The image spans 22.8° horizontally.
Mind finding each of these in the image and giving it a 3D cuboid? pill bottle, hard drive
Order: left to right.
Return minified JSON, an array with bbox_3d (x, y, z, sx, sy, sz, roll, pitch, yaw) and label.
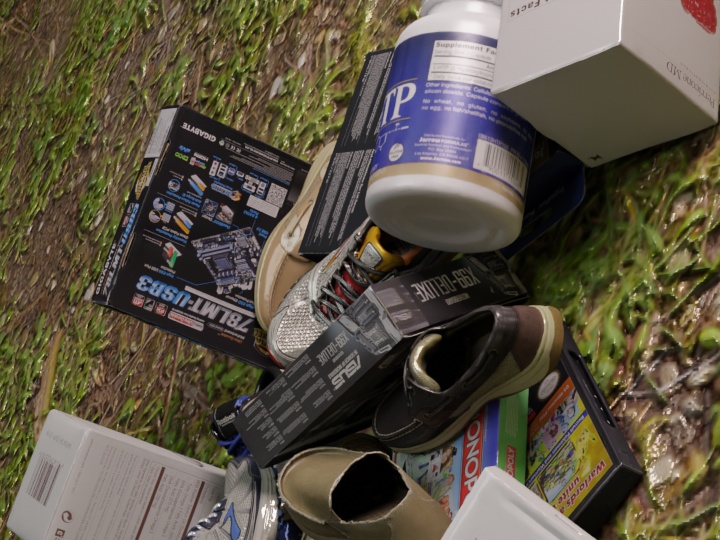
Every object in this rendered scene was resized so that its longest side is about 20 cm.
[{"bbox_3d":[0.077,-0.126,1.347,0.119,0.119,0.201,-21,53,55],"label":"pill bottle"},{"bbox_3d":[0.085,0.249,1.170,0.132,0.026,0.201,35,104,24],"label":"hard drive"}]

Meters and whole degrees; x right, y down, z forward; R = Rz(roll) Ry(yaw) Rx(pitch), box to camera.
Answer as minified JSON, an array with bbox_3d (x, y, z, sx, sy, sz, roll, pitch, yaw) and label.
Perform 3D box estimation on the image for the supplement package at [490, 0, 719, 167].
[{"bbox_3d":[0.186,-0.200,1.303,0.119,0.121,0.201,-18,53,42],"label":"supplement package"}]

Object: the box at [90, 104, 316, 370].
[{"bbox_3d":[-0.127,-0.027,1.678,0.050,0.199,0.200,9,77,63],"label":"box"}]

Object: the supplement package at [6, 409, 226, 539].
[{"bbox_3d":[-0.195,0.217,1.605,0.117,0.199,0.118,9,77,63],"label":"supplement package"}]

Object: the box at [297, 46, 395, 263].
[{"bbox_3d":[0.036,-0.094,1.564,0.141,0.079,0.201,-2,67,65],"label":"box"}]

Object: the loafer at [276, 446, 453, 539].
[{"bbox_3d":[0.002,0.161,1.280,0.076,0.068,0.200,-41,30,-23],"label":"loafer"}]

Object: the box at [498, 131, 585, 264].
[{"bbox_3d":[0.127,-0.110,1.412,0.121,0.032,0.201,-40,38,43],"label":"box"}]

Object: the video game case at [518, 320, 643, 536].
[{"bbox_3d":[0.108,0.158,1.284,0.200,0.025,0.181,-54,28,21],"label":"video game case"}]

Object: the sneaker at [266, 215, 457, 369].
[{"bbox_3d":[0.000,0.000,1.427,0.200,0.078,0.082,-45,-14,-3],"label":"sneaker"}]

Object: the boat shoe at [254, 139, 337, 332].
[{"bbox_3d":[-0.039,-0.031,1.661,0.064,0.071,0.201,8,75,64],"label":"boat shoe"}]

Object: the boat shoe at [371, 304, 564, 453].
[{"bbox_3d":[0.062,0.070,1.274,0.200,0.065,0.074,-39,38,43],"label":"boat shoe"}]

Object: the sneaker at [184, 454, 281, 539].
[{"bbox_3d":[-0.106,0.214,1.391,0.200,0.085,0.077,-96,15,-54],"label":"sneaker"}]

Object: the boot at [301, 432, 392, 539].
[{"bbox_3d":[-0.016,0.229,1.350,0.155,0.072,0.201,-131,58,-87],"label":"boot"}]

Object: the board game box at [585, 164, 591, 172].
[{"bbox_3d":[0.166,-0.157,1.433,0.105,0.023,0.201,-40,37,46],"label":"board game box"}]

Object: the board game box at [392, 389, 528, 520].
[{"bbox_3d":[0.068,0.166,1.292,0.134,0.029,0.201,-36,39,46],"label":"board game box"}]

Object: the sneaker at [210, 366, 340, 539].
[{"bbox_3d":[-0.078,0.166,1.523,0.080,0.115,0.200,-34,40,48],"label":"sneaker"}]

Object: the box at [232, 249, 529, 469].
[{"bbox_3d":[0.015,0.068,1.385,0.200,0.157,0.050,-44,72,38],"label":"box"}]
